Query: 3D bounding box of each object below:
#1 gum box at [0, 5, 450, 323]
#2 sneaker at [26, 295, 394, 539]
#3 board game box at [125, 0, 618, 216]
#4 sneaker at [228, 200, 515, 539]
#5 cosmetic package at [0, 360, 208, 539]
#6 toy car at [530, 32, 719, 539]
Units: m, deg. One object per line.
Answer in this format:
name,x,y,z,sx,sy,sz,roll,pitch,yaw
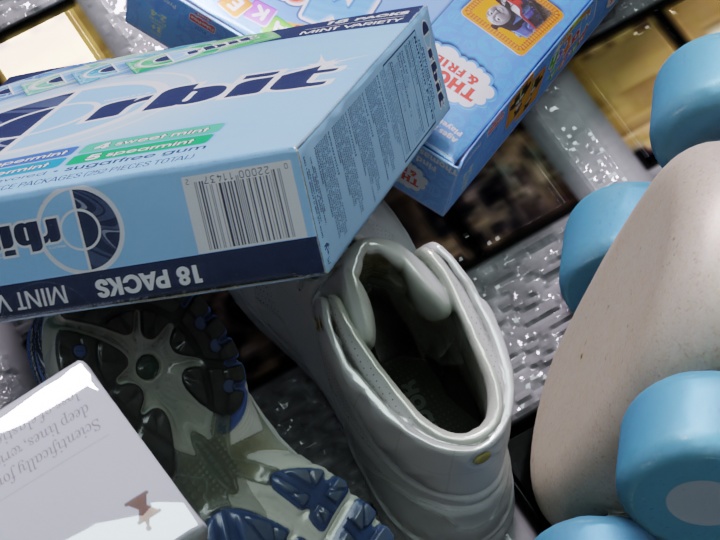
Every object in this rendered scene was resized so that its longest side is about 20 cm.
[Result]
gum box,-0.072,-0.036,0.921,0.169,0.200,0.045,-9,105,16
sneaker,-0.051,0.083,0.947,0.077,0.085,0.200,-34,103,-23
board game box,0.024,-0.131,1.079,0.151,0.037,0.200,32,55,12
sneaker,0.000,0.000,0.985,0.074,0.116,0.200,-27,66,-14
cosmetic package,-0.108,0.116,0.870,0.101,0.200,0.074,-32,69,-19
toy car,0.174,0.049,0.952,0.199,0.177,0.185,17,51,-9
